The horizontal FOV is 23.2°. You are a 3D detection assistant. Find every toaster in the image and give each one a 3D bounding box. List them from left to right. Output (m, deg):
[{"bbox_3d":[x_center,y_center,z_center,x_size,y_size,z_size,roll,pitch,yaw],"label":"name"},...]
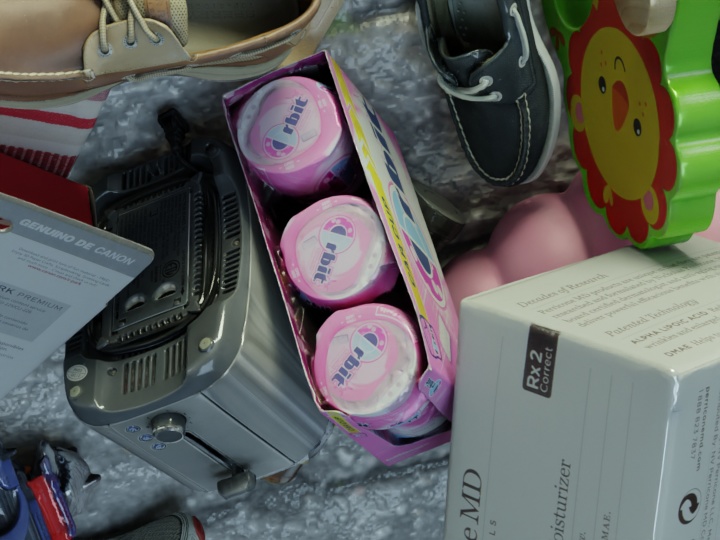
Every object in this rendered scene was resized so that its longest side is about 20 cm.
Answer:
[{"bbox_3d":[-0.084,0.024,0.959,0.113,0.200,0.129,-21,138,19],"label":"toaster"}]

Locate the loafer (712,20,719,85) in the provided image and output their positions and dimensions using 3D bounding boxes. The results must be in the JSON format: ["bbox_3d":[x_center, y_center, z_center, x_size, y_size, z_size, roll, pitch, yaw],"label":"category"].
[{"bbox_3d":[0.217,-0.150,1.020,0.073,0.072,0.200,-1,144,16],"label":"loafer"}]

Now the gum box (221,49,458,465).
[{"bbox_3d":[0.000,0.000,0.929,0.066,0.201,0.113,-23,155,11],"label":"gum box"}]

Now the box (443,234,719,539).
[{"bbox_3d":[0.153,0.103,0.909,0.200,0.130,0.200,-16,116,-45],"label":"box"}]

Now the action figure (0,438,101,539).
[{"bbox_3d":[-0.250,0.133,1.027,0.193,0.105,0.201,-14,97,-20],"label":"action figure"}]

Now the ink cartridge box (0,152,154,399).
[{"bbox_3d":[-0.231,-0.019,0.863,0.200,0.084,0.175,23,131,-41],"label":"ink cartridge box"}]

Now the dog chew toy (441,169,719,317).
[{"bbox_3d":[0.133,0.001,1.057,0.199,0.125,0.125,-25,126,4],"label":"dog chew toy"}]

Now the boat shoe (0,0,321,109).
[{"bbox_3d":[-0.108,-0.123,0.828,0.199,0.072,0.076,-14,88,-30],"label":"boat shoe"}]

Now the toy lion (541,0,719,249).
[{"bbox_3d":[0.142,-0.120,0.937,0.068,0.200,0.192,-10,135,-15],"label":"toy lion"}]

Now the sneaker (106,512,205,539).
[{"bbox_3d":[-0.186,0.206,1.084,0.200,0.078,0.082,-29,125,-2],"label":"sneaker"}]

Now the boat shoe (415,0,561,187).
[{"bbox_3d":[0.062,-0.130,0.965,0.060,0.075,0.201,-41,127,-44],"label":"boat shoe"}]

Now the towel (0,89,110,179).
[{"bbox_3d":[-0.219,-0.062,0.902,0.144,0.023,0.200,9,137,-29],"label":"towel"}]

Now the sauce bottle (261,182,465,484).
[{"bbox_3d":[-0.011,0.036,1.055,0.065,0.065,0.200,27,106,-32],"label":"sauce bottle"}]

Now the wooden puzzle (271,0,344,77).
[{"bbox_3d":[-0.062,-0.219,0.889,0.185,0.046,0.200,20,108,-30],"label":"wooden puzzle"}]
